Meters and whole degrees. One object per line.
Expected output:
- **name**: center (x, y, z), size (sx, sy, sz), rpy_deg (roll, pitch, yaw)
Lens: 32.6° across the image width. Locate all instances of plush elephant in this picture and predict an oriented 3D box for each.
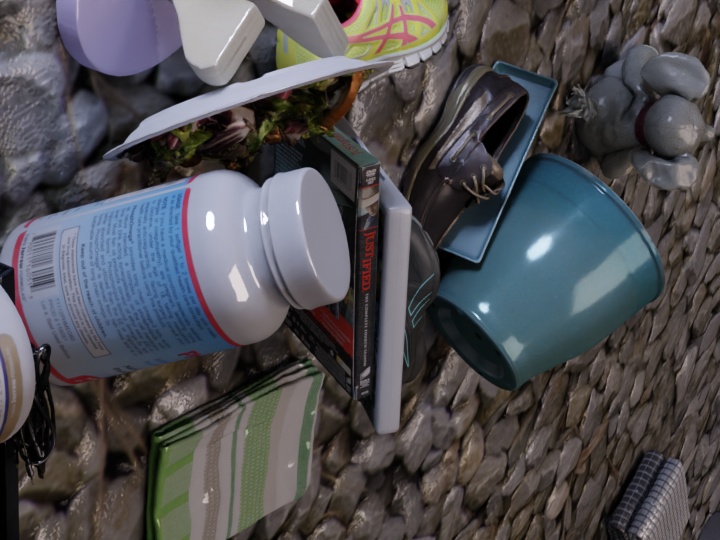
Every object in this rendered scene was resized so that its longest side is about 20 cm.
- **plush elephant**: center (0.343, -0.175, 1.441), size (0.200, 0.154, 0.166), rpy_deg (-7, 114, -57)

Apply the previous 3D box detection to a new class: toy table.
- **toy table**: center (-0.088, -0.202, 0.779), size (0.184, 0.117, 0.201), rpy_deg (35, 77, -59)

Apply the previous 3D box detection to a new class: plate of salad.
- **plate of salad**: center (-0.070, -0.095, 0.806), size (0.200, 0.199, 0.048), rpy_deg (-24, 98, -50)

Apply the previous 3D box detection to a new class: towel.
- **towel**: center (0.500, 0.425, 2.132), size (0.166, 0.085, 0.200), rpy_deg (-56, 146, -24)
- **towel**: center (-0.106, 0.172, 1.062), size (0.200, 0.031, 0.150), rpy_deg (-25, 127, -50)

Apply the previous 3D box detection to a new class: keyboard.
- **keyboard**: center (-0.219, 0.082, 0.752), size (0.040, 0.104, 0.201), rpy_deg (-25, 129, -48)

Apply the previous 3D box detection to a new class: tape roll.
- **tape roll**: center (0.792, 0.642, 2.744), size (0.200, 0.066, 0.201), rpy_deg (-35, 136, -43)

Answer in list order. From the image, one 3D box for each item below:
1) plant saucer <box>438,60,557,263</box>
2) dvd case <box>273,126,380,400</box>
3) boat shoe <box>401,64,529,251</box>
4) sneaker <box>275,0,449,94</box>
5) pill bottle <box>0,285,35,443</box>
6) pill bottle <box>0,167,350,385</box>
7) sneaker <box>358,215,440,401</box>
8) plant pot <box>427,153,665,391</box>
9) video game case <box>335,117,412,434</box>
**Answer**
- **plant saucer**: center (0.128, -0.108, 1.227), size (0.201, 0.070, 0.019), rpy_deg (-66, 161, -5)
- **dvd case**: center (-0.029, -0.019, 0.962), size (0.022, 0.146, 0.201), rpy_deg (-15, 123, -25)
- **boat shoe**: center (0.100, -0.102, 1.180), size (0.074, 0.073, 0.201), rpy_deg (31, 82, -59)
- **sneaker**: center (0.005, -0.201, 0.969), size (0.200, 0.078, 0.091), rpy_deg (-40, 132, -42)
- **pill bottle**: center (-0.280, 0.069, 0.637), size (0.200, 0.115, 0.116), rpy_deg (-23, 127, -50)
- **pill bottle**: center (-0.113, 0.000, 0.762), size (0.109, 0.199, 0.109), rpy_deg (-13, 90, -73)
- **sneaker**: center (0.025, 0.037, 1.144), size (0.079, 0.075, 0.201), rpy_deg (-34, 134, -41)
- **plant pot**: center (0.176, 0.015, 1.276), size (0.188, 0.200, 0.200), rpy_deg (-41, 142, -14)
- **video game case**: center (0.000, 0.000, 1.001), size (0.023, 0.182, 0.201), rpy_deg (-6, 120, -15)
